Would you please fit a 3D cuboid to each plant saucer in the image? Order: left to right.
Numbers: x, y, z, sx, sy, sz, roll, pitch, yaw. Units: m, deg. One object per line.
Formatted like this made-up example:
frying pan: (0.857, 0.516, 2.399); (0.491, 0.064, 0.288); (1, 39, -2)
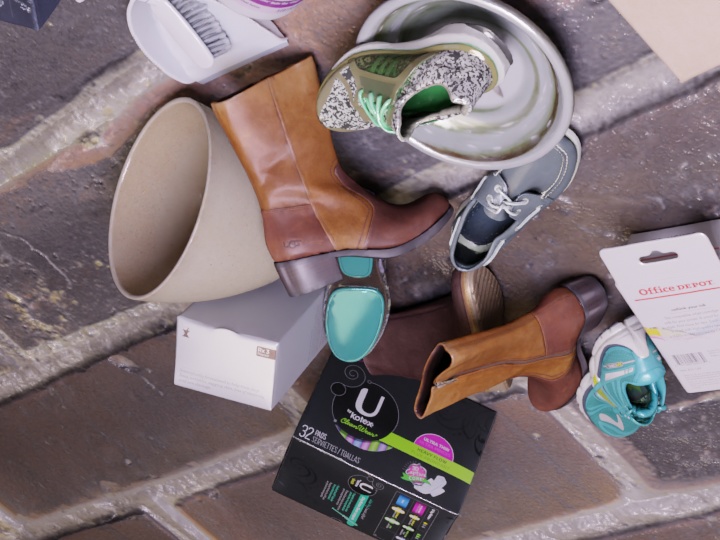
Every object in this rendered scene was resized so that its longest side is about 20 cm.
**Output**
plant saucer: (0.094, -0.176, 1.433); (0.199, 0.050, 0.201); (15, 141, 13)

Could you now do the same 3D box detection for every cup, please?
cup: (-0.140, -0.054, 1.620); (0.142, 0.202, 0.200); (16, 151, -33)

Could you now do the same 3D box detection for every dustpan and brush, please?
dustpan and brush: (-0.179, -0.242, 1.501); (0.139, 0.057, 0.200); (-17, 125, 42)

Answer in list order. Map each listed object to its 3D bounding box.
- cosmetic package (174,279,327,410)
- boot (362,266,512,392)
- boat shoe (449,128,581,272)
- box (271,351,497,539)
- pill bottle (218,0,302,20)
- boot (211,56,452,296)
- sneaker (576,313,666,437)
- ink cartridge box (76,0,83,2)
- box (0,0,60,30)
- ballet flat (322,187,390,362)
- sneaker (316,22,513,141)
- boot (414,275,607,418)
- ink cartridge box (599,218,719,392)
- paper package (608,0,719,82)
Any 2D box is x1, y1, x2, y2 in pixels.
cosmetic package: (-0.101, 0.054, 1.682); (0.112, 0.200, 0.082); (15, 118, 16)
boot: (0.065, 0.060, 1.705); (0.165, 0.073, 0.201); (6, 142, 20)
boat shoe: (0.140, -0.064, 1.528); (0.073, 0.062, 0.200); (32, 142, -8)
box: (0.026, 0.202, 1.831); (0.199, 0.149, 0.125); (24, 142, 2)
pill bottle: (-0.048, -0.298, 1.321); (0.112, 0.113, 0.200); (36, 142, -13)
boot: (-0.023, -0.101, 1.540); (0.068, 0.187, 0.201); (-165, 55, -77)
sneaker: (0.264, 0.122, 1.631); (0.077, 0.080, 0.200); (-23, 151, -7)
ink cartridge box: (-0.172, -0.326, 1.329); (0.086, 0.147, 0.199); (44, 139, -20)
box: (-0.357, -0.341, 1.444); (0.198, 0.118, 0.197); (15, 141, 11)
ballet flat: (0.000, 0.000, 1.670); (0.071, 0.072, 0.201); (14, 129, 14)
sneaker: (0.031, -0.146, 1.391); (0.199, 0.089, 0.077); (-15, 127, 41)
boot: (0.141, 0.106, 1.611); (0.069, 0.199, 0.189); (53, 149, 22)
ink cartridge box: (0.317, 0.020, 1.522); (0.116, 0.068, 0.200); (-10, 131, 37)
paper package: (0.257, -0.262, 1.198); (0.200, 0.104, 0.190); (43, 139, -22)
